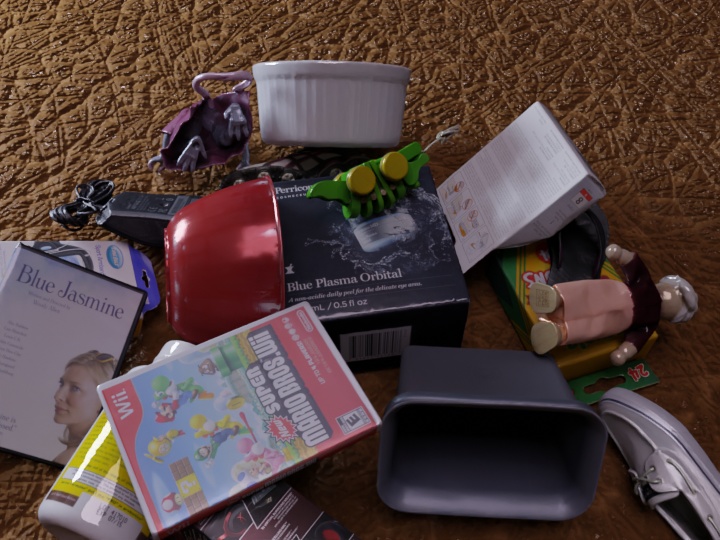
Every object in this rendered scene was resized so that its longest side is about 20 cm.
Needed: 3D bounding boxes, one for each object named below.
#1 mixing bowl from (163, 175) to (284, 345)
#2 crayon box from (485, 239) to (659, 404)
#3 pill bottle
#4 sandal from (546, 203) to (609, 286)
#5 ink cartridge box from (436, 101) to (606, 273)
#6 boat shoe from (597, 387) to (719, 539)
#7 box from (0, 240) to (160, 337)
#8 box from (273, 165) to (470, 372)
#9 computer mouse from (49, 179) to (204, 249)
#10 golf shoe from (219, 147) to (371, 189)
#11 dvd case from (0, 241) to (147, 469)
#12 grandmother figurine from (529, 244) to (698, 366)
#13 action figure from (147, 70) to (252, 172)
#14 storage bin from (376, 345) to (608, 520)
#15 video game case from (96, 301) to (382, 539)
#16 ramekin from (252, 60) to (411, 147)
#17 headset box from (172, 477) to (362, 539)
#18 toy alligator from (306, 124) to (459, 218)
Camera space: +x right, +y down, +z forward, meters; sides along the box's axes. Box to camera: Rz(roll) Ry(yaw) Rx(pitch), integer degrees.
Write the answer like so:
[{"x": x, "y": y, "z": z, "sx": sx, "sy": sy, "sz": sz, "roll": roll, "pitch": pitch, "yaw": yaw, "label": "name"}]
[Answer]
[{"x": -0.145, "y": 0.004, "z": 0.777, "sx": 0.108, "sy": 0.201, "sz": 0.201, "roll": -3, "pitch": 52, "yaw": -15, "label": "mixing bowl"}, {"x": 0.241, "y": 0.048, "z": 0.855, "sx": 0.126, "sy": 0.051, "sz": 0.201, "roll": -15, "pitch": 55, "yaw": -13, "label": "crayon box"}, {"x": -0.202, "y": 0.168, "z": 0.717, "sx": 0.109, "sy": 0.110, "sz": 0.201, "roll": 18, "pitch": 55, "yaw": 12, "label": "pill bottle"}, {"x": 0.245, "y": -0.023, "z": 0.846, "sx": 0.075, "sy": 0.048, "sz": 0.201, "roll": 9, "pitch": 53, "yaw": 5, "label": "sandal"}, {"x": 0.172, "y": -0.083, "z": 0.896, "sx": 0.050, "sy": 0.200, "sz": 0.163, "roll": 31, "pitch": 28, "yaw": -33, "label": "ink cartridge box"}, {"x": 0.297, "y": 0.201, "z": 0.725, "sx": 0.067, "sy": 0.074, "sz": 0.200, "roll": -31, "pitch": 60, "yaw": -25, "label": "boat shoe"}, {"x": -0.329, "y": 0.022, "z": 0.840, "sx": 0.199, "sy": 0.042, "sz": 0.120, "roll": 0, "pitch": 49, "yaw": -30, "label": "box"}, {"x": 0.000, "y": 0.000, "z": 0.845, "sx": 0.195, "sy": 0.118, "sz": 0.201, "roll": -7, "pitch": 52, "yaw": -7, "label": "box"}, {"x": -0.256, "y": -0.060, "z": 0.917, "sx": 0.198, "sy": 0.053, "sz": 0.139, "roll": 6, "pitch": 23, "yaw": 1, "label": "computer mouse"}, {"x": -0.082, "y": -0.116, "z": 0.969, "sx": 0.198, "sy": 0.078, "sz": 0.088, "roll": -8, "pitch": 34, "yaw": -12, "label": "golf shoe"}, {"x": -0.315, "y": 0.087, "z": 0.767, "sx": 0.142, "sy": 0.018, "sz": 0.201, "roll": 23, "pitch": 65, "yaw": -20, "label": "dvd case"}, {"x": 0.268, "y": 0.034, "z": 0.782, "sx": 0.199, "sy": 0.122, "sz": 0.060, "roll": -3, "pitch": 10, "yaw": -24, "label": "grandmother figurine"}, {"x": -0.205, "y": -0.187, "z": 0.962, "sx": 0.133, "sy": 0.150, "sz": 0.200, "roll": -1, "pitch": 20, "yaw": -13, "label": "action figure"}, {"x": 0.117, "y": 0.151, "z": 0.735, "sx": 0.198, "sy": 0.147, "sz": 0.135, "roll": 3, "pitch": 25, "yaw": 1, "label": "storage bin"}, {"x": -0.101, "y": 0.116, "z": 0.634, "sx": 0.199, "sy": 0.018, "sz": 0.143, "roll": -22, "pitch": 56, "yaw": -20, "label": "video game case"}, {"x": -0.037, "y": -0.207, "z": 0.958, "sx": 0.199, "sy": 0.099, "sz": 0.201, "roll": 2, "pitch": 10, "yaw": 0, "label": "ramekin"}, {"x": -0.081, "y": 0.238, "z": 0.643, "sx": 0.199, "sy": 0.149, "sz": 0.075, "roll": 30, "pitch": 56, "yaw": 21, "label": "headset box"}, {"x": 0.037, "y": -0.100, "z": 0.819, "sx": 0.199, "sy": 0.059, "sz": 0.055, "roll": -25, "pitch": 98, "yaw": -22, "label": "toy alligator"}]
